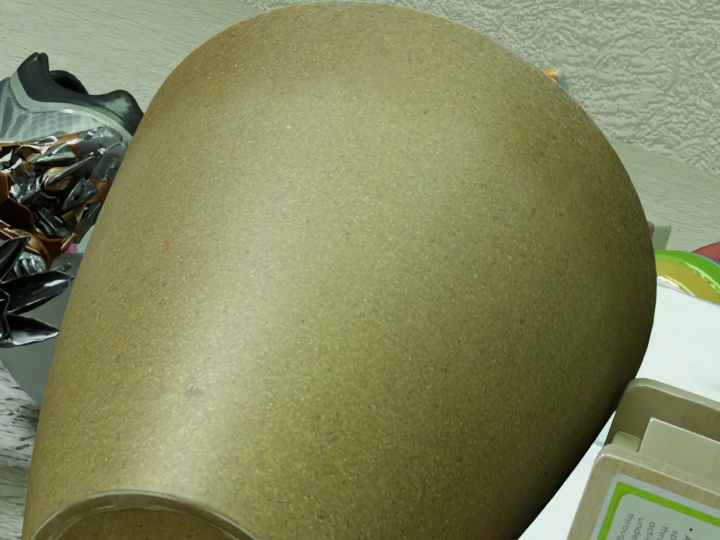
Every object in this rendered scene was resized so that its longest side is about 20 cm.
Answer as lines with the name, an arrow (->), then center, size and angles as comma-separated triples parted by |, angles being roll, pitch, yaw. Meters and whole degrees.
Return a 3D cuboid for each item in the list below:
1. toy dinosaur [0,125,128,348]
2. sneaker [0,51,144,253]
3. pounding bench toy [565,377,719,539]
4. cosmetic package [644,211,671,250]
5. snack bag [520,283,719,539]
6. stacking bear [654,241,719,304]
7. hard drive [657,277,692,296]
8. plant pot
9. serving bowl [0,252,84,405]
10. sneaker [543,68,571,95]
toy dinosaur -> -0.157, 0.007, 0.842 | 0.102, 0.200, 0.136 | 39, -25, -7
sneaker -> -0.155, -0.048, 1.067 | 0.087, 0.074, 0.199 | -40, 29, -30
pounding bench toy -> 0.125, 0.083, 0.742 | 0.123, 0.201, 0.156 | 19, 10, 7
cosmetic package -> 0.098, -0.006, 1.515 | 0.103, 0.088, 0.200 | 22, 10, 25
snack bag -> 0.130, 0.082, 0.946 | 0.187, 0.021, 0.201 | 19, 49, 12
stacking bear -> 0.151, 0.043, 1.281 | 0.113, 0.123, 0.200 | 2, 2, 28
hard drive -> 0.138, 0.081, 0.992 | 0.199, 0.132, 0.027 | 29, -31, 24
plant pot -> -0.023, 0.047, 0.762 | 0.185, 0.187, 0.200 | 20, 37, 9
serving bowl -> -0.048, 0.039, 0.978 | 0.198, 0.066, 0.200 | 3, -7, 0
sneaker -> 0.060, -0.026, 1.371 | 0.077, 0.201, 0.079 | 6, -38, 20
